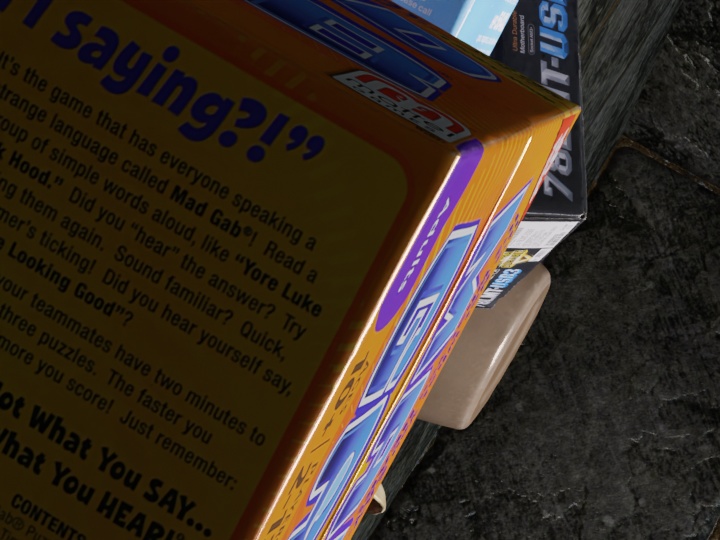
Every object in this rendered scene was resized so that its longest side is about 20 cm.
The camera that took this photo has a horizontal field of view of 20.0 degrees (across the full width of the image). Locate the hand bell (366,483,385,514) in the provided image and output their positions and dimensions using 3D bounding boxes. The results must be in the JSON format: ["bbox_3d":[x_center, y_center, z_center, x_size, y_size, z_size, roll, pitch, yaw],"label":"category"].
[{"bbox_3d":[0.000,0.000,0.945,0.104,0.103,0.201,90,22,-73],"label":"hand bell"}]

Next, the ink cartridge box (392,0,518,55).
[{"bbox_3d":[0.037,-0.202,0.836,0.201,0.128,0.125,-61,172,8],"label":"ink cartridge box"}]

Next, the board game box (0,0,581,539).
[{"bbox_3d":[-0.084,0.000,0.551,0.201,0.199,0.200,-62,171,13],"label":"board game box"}]

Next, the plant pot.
[{"bbox_3d":[0.018,0.010,1.274,0.201,0.174,0.200,-58,172,-13],"label":"plant pot"}]

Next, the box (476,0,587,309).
[{"bbox_3d":[0.072,-0.097,1.123,0.199,0.049,0.202,132,-42,-72],"label":"box"}]
